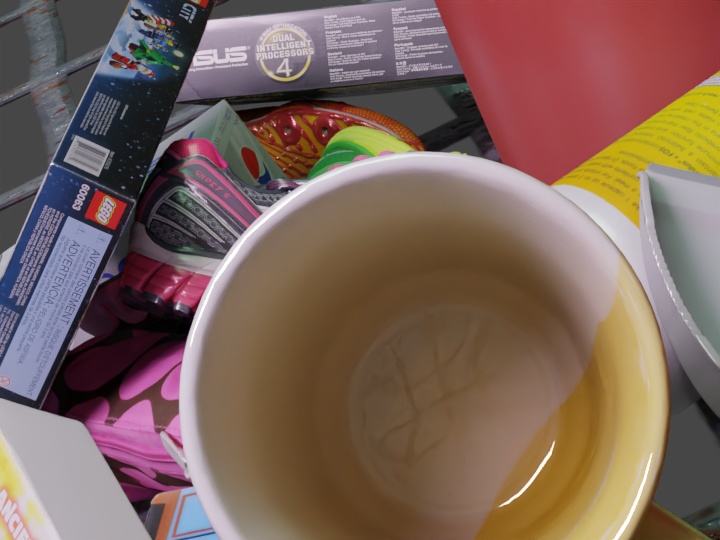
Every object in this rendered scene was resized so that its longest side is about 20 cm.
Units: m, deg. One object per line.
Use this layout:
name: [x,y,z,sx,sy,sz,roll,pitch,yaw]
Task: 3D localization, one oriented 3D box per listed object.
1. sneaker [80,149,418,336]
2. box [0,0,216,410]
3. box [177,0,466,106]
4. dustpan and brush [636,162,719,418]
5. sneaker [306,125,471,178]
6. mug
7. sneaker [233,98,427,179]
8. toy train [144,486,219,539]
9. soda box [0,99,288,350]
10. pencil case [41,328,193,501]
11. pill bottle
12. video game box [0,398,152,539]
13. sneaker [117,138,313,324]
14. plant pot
sneaker: [-0.034,0.013,1.011,0.199,0.096,0.079,-25,1,25]
box: [-0.119,-0.032,0.944,0.200,0.038,0.137,-78,14,-59]
box: [0.003,-0.122,1.213,0.199,0.049,0.161,-5,5,8]
dustpan and brush: [0.166,0.044,0.764,0.139,0.057,0.201,11,60,-8]
sneaker: [0.024,-0.015,1.065,0.084,0.074,0.200,-48,25,-11]
mug: [0.034,0.062,0.724,0.149,0.187,0.153,-26,-7,3]
sneaker: [-0.029,-0.071,1.226,0.077,0.073,0.199,-29,23,-37]
toy train: [-0.068,0.154,0.733,0.114,0.087,0.200,-16,29,17]
soda box: [-0.131,-0.001,1.121,0.200,0.064,0.068,-33,19,19]
pencil case: [-0.066,0.066,0.901,0.093,0.091,0.200,-26,11,-28]
pill bottle: [0.130,-0.008,0.880,0.200,0.105,0.104,-33,24,-22]
video game box: [-0.102,0.165,0.610,0.183,0.047,0.200,-60,39,18]
sneaker: [0.000,0.000,0.926,0.199,0.075,0.081,15,-6,-23]
plant pot: [0.128,-0.124,1.010,0.199,0.178,0.200,-13,14,3]
